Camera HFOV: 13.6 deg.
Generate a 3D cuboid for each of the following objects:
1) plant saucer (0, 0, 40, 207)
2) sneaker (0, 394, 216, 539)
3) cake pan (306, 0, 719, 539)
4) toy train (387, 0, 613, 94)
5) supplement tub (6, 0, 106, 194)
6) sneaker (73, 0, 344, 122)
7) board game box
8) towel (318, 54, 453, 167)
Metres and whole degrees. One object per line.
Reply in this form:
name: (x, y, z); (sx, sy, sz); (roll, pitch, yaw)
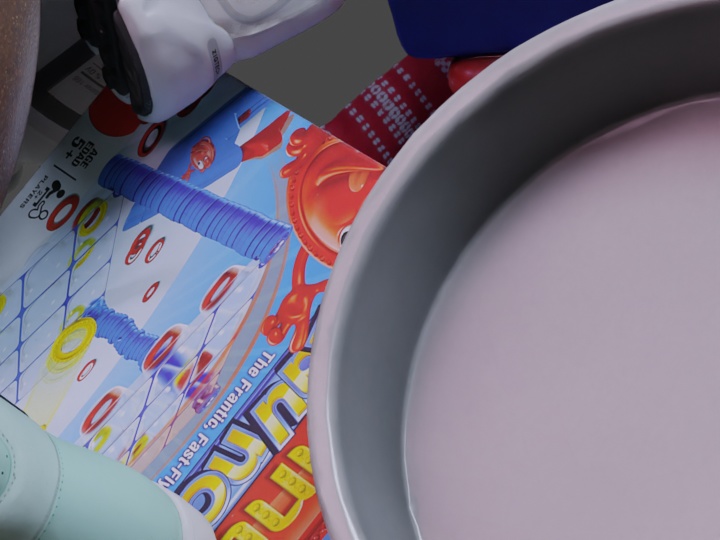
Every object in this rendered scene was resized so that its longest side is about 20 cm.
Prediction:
plant saucer: (-0.142, -0.063, 0.892); (0.200, 0.037, 0.201); (-15, 72, 56)
sneaker: (-0.144, 0.049, 0.781); (0.200, 0.118, 0.074); (-1, 60, 39)
cake pan: (0.087, 0.026, 0.708); (0.199, 0.037, 0.201); (-7, 64, 15)
toy train: (0.112, -0.111, 0.849); (0.199, 0.085, 0.116); (-2, 31, 27)
supplement tub: (-0.091, -0.124, 1.006); (0.200, 0.140, 0.141); (-35, 37, 15)
sneaker: (-0.070, -0.136, 0.892); (0.081, 0.075, 0.200); (-24, 65, -10)
board game box: (-0.053, 0.053, 0.835); (0.200, 0.056, 0.196); (-52, 42, -6)
towel: (0.000, 0.000, 0.896); (0.200, 0.022, 0.145); (-39, 37, 10)
